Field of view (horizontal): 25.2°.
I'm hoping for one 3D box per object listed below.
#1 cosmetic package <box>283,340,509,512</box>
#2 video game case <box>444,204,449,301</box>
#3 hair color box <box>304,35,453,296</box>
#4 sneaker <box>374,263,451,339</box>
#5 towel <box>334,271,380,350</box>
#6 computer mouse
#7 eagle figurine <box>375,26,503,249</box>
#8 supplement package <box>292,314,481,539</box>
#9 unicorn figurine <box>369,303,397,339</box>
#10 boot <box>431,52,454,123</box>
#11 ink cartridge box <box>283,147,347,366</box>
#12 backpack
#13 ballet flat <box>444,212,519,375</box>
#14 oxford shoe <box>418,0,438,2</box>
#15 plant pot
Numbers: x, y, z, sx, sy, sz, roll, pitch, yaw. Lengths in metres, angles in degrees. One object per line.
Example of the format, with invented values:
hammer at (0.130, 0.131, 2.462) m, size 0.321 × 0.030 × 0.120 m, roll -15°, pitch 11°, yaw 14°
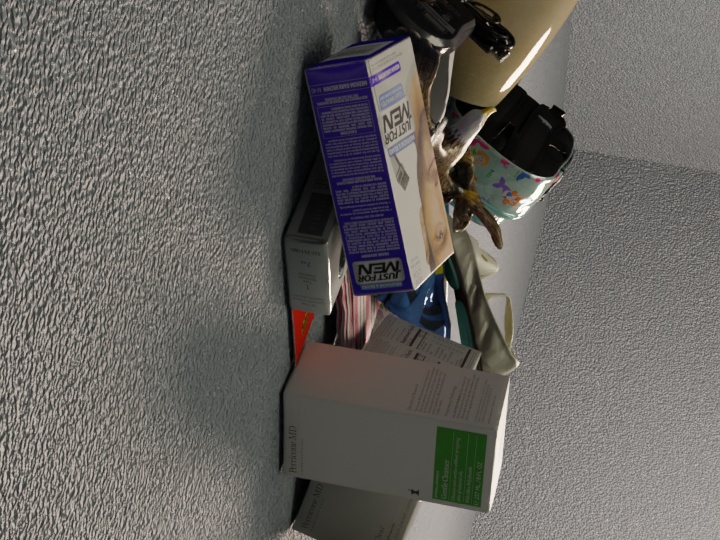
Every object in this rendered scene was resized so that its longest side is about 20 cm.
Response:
cosmetic package at (0.033, 0.144, 1.494) m, size 0.085 × 0.199 × 0.108 m, roll -69°, pitch 163°, yaw -53°
video game case at (0.092, -0.011, 1.850) m, size 0.201 × 0.018 × 0.144 m, roll 88°, pitch 3°, yaw -47°
hair color box at (0.019, -0.091, 1.382) m, size 0.109 × 0.065 × 0.201 m, roll -41°, pitch 123°, yaw -61°
sneaker at (0.051, 0.023, 1.715) m, size 0.200 × 0.078 × 0.066 m, roll 78°, pitch -10°, yaw -53°
towel at (0.000, 0.000, 1.674) m, size 0.200 × 0.030 × 0.147 m, roll -70°, pitch 165°, yaw -51°
computer mouse at (0.069, -0.246, 1.611) m, size 0.053 × 0.139 × 0.200 m, roll -46°, pitch 174°, yaw 28°
eagle figurine at (0.063, -0.123, 1.559) m, size 0.200 × 0.151 × 0.151 m, roll 35°, pitch 81°, yaw -53°
supplement package at (0.028, 0.172, 1.641) m, size 0.156 × 0.110 × 0.201 m, roll -49°, pitch 159°, yaw -71°
unicorn figurine at (0.039, 0.094, 1.808) m, size 0.137 × 0.074 × 0.201 m, roll 13°, pitch 58°, yaw -68°
boot at (0.066, -0.198, 1.715) m, size 0.096 × 0.073 × 0.201 m, roll 83°, pitch 24°, yaw -70°
ink cartridge box at (-0.021, -0.035, 1.474) m, size 0.174 × 0.043 × 0.200 m, roll 87°, pitch 16°, yaw -46°
backpack at (0.162, -0.146, 1.992) m, size 0.151 × 0.177 × 0.200 m, roll -51°, pitch -179°, yaw 24°
ballet flat at (0.123, 0.019, 1.710) m, size 0.067 × 0.063 × 0.201 m, roll -148°, pitch -139°, yaw -76°
oxford shoe at (0.043, -0.325, 1.486) m, size 0.085 × 0.072 × 0.201 m, roll -67°, pitch 152°, yaw -42°
plant pot at (0.155, -0.300, 1.877) m, size 0.187 × 0.187 × 0.201 m, roll -55°, pitch 166°, yaw -67°
